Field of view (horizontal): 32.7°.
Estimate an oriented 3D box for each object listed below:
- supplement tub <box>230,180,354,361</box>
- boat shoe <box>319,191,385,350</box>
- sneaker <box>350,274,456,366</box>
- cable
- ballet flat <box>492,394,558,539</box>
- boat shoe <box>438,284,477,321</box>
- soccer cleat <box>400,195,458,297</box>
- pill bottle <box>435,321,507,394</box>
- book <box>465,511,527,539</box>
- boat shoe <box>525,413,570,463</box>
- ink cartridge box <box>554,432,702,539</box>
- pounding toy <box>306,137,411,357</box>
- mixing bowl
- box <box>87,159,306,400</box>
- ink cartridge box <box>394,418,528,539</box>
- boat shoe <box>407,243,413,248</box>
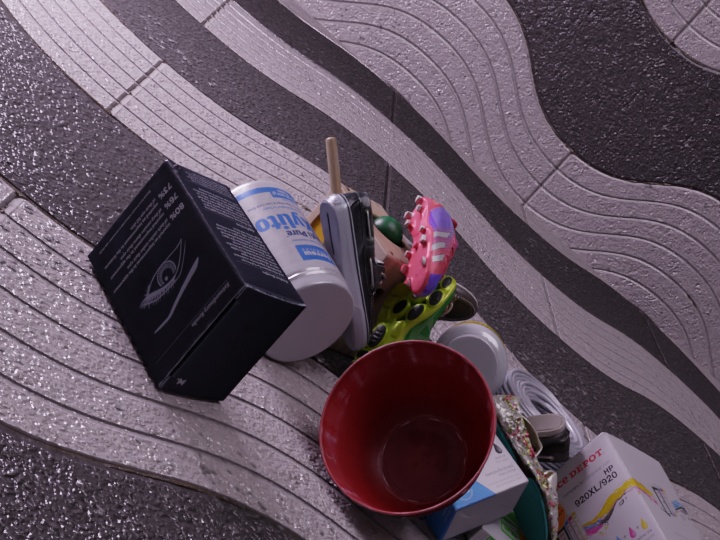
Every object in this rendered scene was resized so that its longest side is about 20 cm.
[{"bbox_3d":[-0.104,-0.003,1.514,0.131,0.132,0.201,24,24,-47],"label":"supplement tub"},{"bbox_3d":[0.000,0.000,1.532,0.070,0.203,0.072,-14,21,-23],"label":"boat shoe"},{"bbox_3d":[0.056,0.087,1.595,0.074,0.201,0.084,30,-12,32],"label":"sneaker"},{"bbox_3d":[0.278,0.245,1.911,0.200,0.069,0.200,45,16,5],"label":"cable"},{"bbox_3d":[0.206,0.242,1.507,0.063,0.075,0.203,-21,88,-33],"label":"ballet flat"},{"bbox_3d":[0.089,0.037,1.839,0.198,0.067,0.057,26,32,-17],"label":"boat shoe"},{"bbox_3d":[0.097,-0.027,1.595,0.076,0.067,0.201,26,29,-15],"label":"soccer cleat"},{"bbox_3d":[0.156,0.131,1.764,0.113,0.113,0.200,44,4,5],"label":"pill bottle"},{"bbox_3d":[0.208,0.351,1.542,0.200,0.048,0.134,42,19,-16],"label":"book"},{"bbox_3d":[0.173,0.227,1.584,0.067,0.197,0.058,-52,132,-63],"label":"boat shoe"},{"bbox_3d":[0.330,0.339,1.542,0.144,0.147,0.201,31,25,-41],"label":"ink cartridge box"},{"bbox_3d":[-0.022,-0.030,1.651,0.141,0.200,0.185,24,25,-47],"label":"pounding toy"},{"bbox_3d":[0.062,0.193,1.371,0.201,0.199,0.109,54,-6,33],"label":"mixing bowl"},{"bbox_3d":[-0.174,0.011,1.287,0.104,0.148,0.201,21,28,-53],"label":"box"},{"bbox_3d":[0.096,0.212,1.482,0.115,0.068,0.201,-14,52,-32],"label":"ink cartridge box"},{"bbox_3d":[0.029,-0.015,1.754,0.199,0.073,0.060,23,17,33],"label":"boat shoe"}]
